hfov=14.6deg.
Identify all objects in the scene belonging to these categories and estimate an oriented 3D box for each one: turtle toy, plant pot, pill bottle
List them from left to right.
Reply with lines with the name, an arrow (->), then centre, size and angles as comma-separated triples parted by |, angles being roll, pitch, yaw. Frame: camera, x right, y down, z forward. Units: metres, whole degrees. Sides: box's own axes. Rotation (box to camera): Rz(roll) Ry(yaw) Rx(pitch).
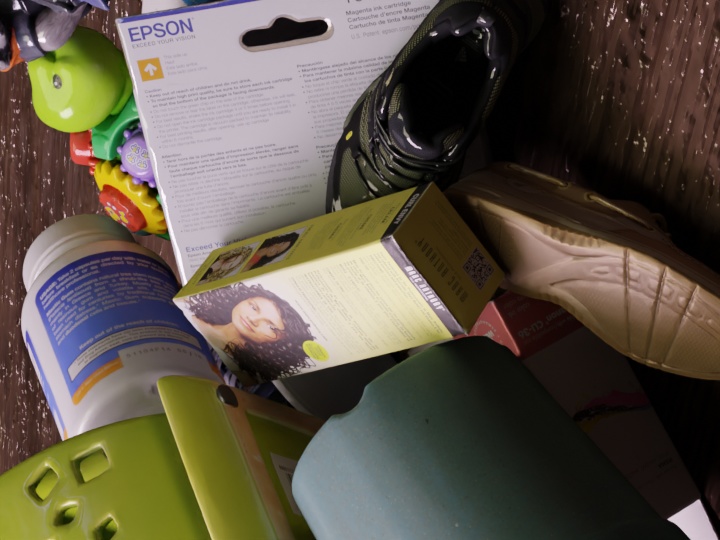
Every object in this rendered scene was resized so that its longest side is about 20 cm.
pill bottle -> -0.159, 0.051, 1.837 | 0.200, 0.111, 0.113 | -118, 20, -50
turtle toy -> -0.139, -0.088, 1.834 | 0.145, 0.101, 0.200 | 13, 145, 54
plant pot -> -0.083, 0.183, 1.655 | 0.181, 0.200, 0.200 | -39, 54, 22
plant pot -> 0.073, 0.155, 1.529 | 0.196, 0.199, 0.201 | 53, 150, 24

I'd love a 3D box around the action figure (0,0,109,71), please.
action figure -> -0.169, -0.177, 1.732 | 0.200, 0.193, 0.105 | 34, 154, 52

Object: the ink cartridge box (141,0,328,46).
ink cartridge box -> -0.071, -0.145, 1.701 | 0.068, 0.115, 0.201 | 47, 147, 29

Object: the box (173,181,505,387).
box -> -0.015, 0.011, 1.573 | 0.199, 0.050, 0.075 | -17, 118, 48

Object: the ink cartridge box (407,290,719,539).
ink cartridge box -> 0.122, 0.108, 1.650 | 0.201, 0.067, 0.116 | 61, 150, 3

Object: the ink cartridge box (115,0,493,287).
ink cartridge box -> -0.025, -0.077, 1.636 | 0.043, 0.195, 0.201 | -74, -26, -65

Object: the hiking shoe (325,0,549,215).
hiking shoe -> 0.027, -0.081, 1.542 | 0.075, 0.101, 0.201 | 32, 118, 6

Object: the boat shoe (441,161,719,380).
boat shoe -> 0.138, -0.009, 1.528 | 0.199, 0.069, 0.074 | 27, 133, 17

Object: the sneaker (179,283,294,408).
sneaker -> -0.076, 0.065, 1.861 | 0.200, 0.108, 0.070 | 34, 101, 26

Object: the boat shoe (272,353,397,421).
boat shoe -> 0.011, 0.091, 1.773 | 0.199, 0.071, 0.070 | 34, 158, -7
